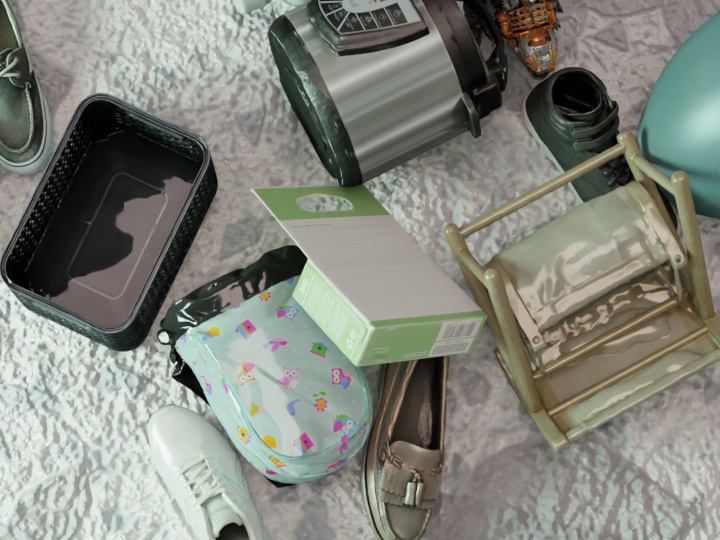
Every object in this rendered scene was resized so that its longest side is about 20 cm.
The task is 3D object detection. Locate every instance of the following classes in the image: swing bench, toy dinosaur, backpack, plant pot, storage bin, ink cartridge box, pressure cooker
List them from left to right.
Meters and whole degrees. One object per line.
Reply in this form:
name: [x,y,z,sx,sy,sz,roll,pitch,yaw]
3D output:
storage bin: [-0.229,-0.043,1.602,0.134,0.094,0.202,24,77,5]
backpack: [-0.074,0.095,1.554,0.166,0.127,0.201,-27,80,-9]
ink cartridge box: [0.000,0.000,1.548,0.200,0.144,0.048,46,125,35]
pressure cooker: [0.032,-0.192,1.598,0.198,0.179,0.177,-25,101,-5]
toy dinosaur: [0.148,-0.275,1.635,0.101,0.136,0.203,5,77,2]
swing bench: [0.210,0.019,1.556,0.197,0.130,0.201,-27,117,-5]
plant pot: [0.334,-0.126,1.592,0.134,0.199,0.202,-29,76,29]

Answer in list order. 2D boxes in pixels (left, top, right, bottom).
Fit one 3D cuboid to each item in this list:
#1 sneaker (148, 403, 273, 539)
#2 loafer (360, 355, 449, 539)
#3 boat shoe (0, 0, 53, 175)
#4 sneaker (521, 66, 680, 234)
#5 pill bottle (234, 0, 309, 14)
sneaker: [-0.128,0.204,1.553,0.070,0.080,0.201,-31,78,-5]
loafer: [0.045,0.148,1.566,0.071,0.063,0.203,11,74,-23]
boat shoe: [-0.346,-0.189,1.646,0.071,0.071,0.202,-19,78,-5]
sneaker: [0.228,-0.106,1.615,0.071,0.099,0.200,-39,81,-10]
pill bottle: [-0.038,-0.322,1.658,0.198,0.111,0.112,-25,78,-6]
